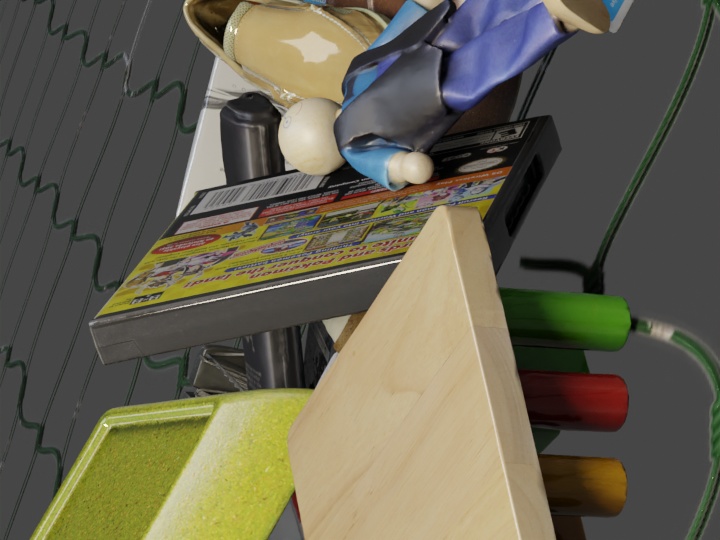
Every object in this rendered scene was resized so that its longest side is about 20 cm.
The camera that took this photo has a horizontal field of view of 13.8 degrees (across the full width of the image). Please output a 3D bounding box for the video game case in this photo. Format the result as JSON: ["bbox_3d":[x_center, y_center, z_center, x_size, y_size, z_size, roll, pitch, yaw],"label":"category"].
[{"bbox_3d":[-0.013,-0.017,1.455,0.181,0.200,0.026,-57,-47,-64],"label":"video game case"}]

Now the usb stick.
[{"bbox_3d":[-0.054,-0.001,1.700,0.055,0.033,0.200,-145,48,-64],"label":"usb stick"}]

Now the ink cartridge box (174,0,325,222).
[{"bbox_3d":[-0.062,-0.106,1.962,0.145,0.084,0.200,121,163,-80],"label":"ink cartridge box"}]

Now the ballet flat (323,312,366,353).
[{"bbox_3d":[0.012,0.001,1.524,0.068,0.072,0.200,-60,1,29],"label":"ballet flat"}]

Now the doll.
[{"bbox_3d":[0.037,-0.102,1.465,0.200,0.048,0.137,-33,36,35],"label":"doll"}]

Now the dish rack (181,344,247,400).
[{"bbox_3d":[-0.088,0.133,1.901,0.200,0.054,0.154,-143,69,-73],"label":"dish rack"}]

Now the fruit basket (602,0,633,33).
[{"bbox_3d":[0.088,-0.243,1.443,0.200,0.094,0.185,49,133,22],"label":"fruit basket"}]

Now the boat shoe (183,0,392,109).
[{"bbox_3d":[-0.042,-0.122,1.664,0.200,0.076,0.072,20,92,60],"label":"boat shoe"}]

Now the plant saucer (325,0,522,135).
[{"bbox_3d":[0.029,-0.150,1.655,0.200,0.034,0.201,17,109,61],"label":"plant saucer"}]

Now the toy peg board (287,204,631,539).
[{"bbox_3d":[0.060,0.109,1.331,0.200,0.098,0.200,123,143,-49],"label":"toy peg board"}]

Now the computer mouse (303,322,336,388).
[{"bbox_3d":[0.000,0.000,1.694,0.059,0.034,0.200,-114,30,-58],"label":"computer mouse"}]

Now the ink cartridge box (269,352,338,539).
[{"bbox_3d":[-0.021,0.114,1.620,0.200,0.050,0.161,-61,5,28],"label":"ink cartridge box"}]

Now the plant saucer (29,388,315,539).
[{"bbox_3d":[-0.117,0.138,1.530,0.200,0.048,0.200,-11,45,59],"label":"plant saucer"}]
